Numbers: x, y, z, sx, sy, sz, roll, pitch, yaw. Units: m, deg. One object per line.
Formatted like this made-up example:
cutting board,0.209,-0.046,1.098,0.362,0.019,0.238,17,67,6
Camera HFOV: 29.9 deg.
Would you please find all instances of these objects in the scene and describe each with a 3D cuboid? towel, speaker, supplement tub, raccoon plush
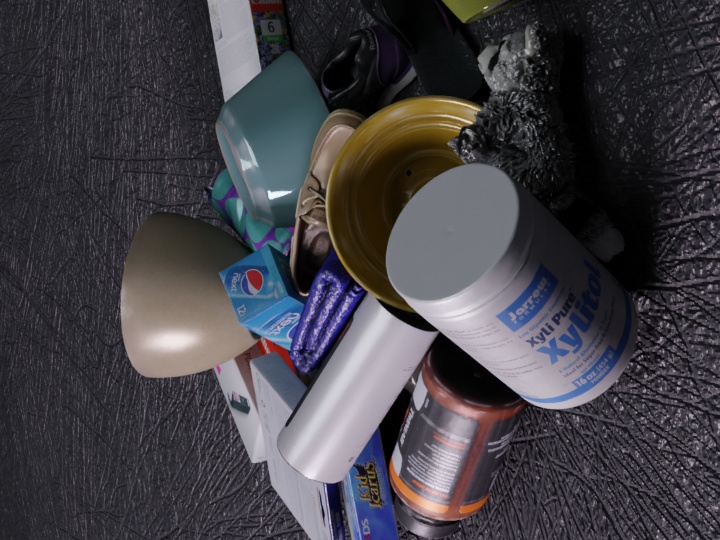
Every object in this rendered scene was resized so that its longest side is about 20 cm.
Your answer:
towel,0.000,0.000,1.357,0.049,0.200,0.148,27,134,7
speaker,-0.001,0.108,1.305,0.081,0.081,0.200,52,121,38
supplement tub,0.089,0.170,1.317,0.107,0.107,0.200,51,137,40
supplement tub,0.128,0.017,1.101,0.132,0.200,0.132,-23,49,29
raccoon plush,0.175,-0.120,1.160,0.200,0.097,0.134,36,103,0

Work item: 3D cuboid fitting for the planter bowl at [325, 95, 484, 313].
planter bowl,0.070,-0.063,1.269,0.083,0.200,0.201,-59,-37,-83

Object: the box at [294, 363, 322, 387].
box,-0.046,0.137,1.590,0.041,0.039,0.201,-31,71,60

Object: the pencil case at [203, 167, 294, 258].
pencil case,-0.103,-0.058,1.589,0.200,0.085,0.093,44,156,44

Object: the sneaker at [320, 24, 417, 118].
sneaker,-0.013,-0.189,1.407,0.076,0.087,0.200,65,145,24

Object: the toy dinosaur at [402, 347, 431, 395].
toy dinosaur,0.046,0.083,1.395,0.102,0.077,0.201,176,88,-65

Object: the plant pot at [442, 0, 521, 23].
plant pot,0.091,-0.323,1.149,0.187,0.187,0.201,-19,96,58

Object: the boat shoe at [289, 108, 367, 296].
boat shoe,-0.028,-0.065,1.360,0.071,0.065,0.201,17,121,8

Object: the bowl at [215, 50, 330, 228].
bowl,-0.089,-0.126,1.463,0.201,0.105,0.201,157,90,-81

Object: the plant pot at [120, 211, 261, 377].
plant pot,-0.183,0.032,1.608,0.134,0.200,0.201,3,104,16

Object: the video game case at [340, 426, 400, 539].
video game case,0.000,0.216,1.461,0.181,0.045,0.201,143,117,-85

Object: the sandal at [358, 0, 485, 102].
sandal,0.056,-0.244,1.294,0.201,0.075,0.048,57,-176,23

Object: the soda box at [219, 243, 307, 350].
soda box,-0.075,0.040,1.472,0.064,0.200,0.068,-30,66,12

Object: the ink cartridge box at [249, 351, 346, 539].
ink cartridge box,-0.059,0.222,1.539,0.200,0.040,0.200,47,150,50

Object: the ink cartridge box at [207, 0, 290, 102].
ink cartridge box,-0.133,-0.287,1.613,0.109,0.050,0.201,-15,84,59

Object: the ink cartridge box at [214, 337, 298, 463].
ink cartridge box,-0.141,0.112,1.697,0.174,0.043,0.200,103,148,-48
